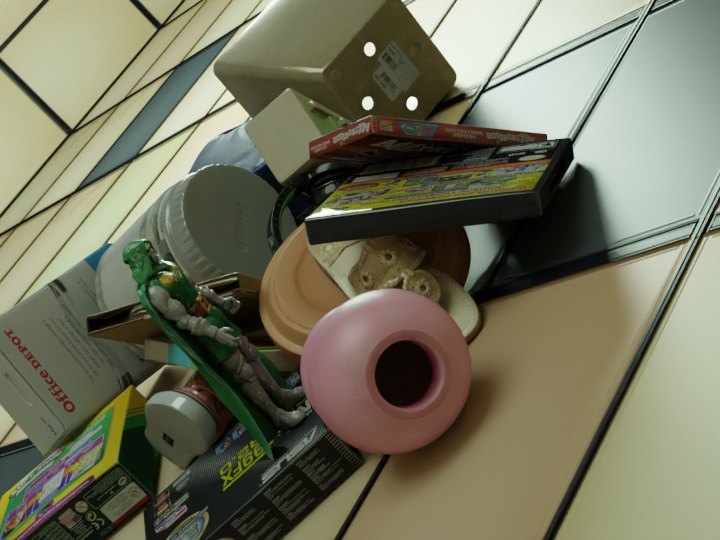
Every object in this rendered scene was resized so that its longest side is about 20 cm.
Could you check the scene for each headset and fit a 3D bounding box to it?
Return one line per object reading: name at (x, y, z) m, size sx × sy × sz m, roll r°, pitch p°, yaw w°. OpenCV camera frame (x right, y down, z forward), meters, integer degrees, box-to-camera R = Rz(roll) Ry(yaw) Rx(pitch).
headset at (0.004, -0.063, 1.538) m, size 0.200 × 0.124 × 0.094 m, roll -36°, pitch -12°, yaw -27°

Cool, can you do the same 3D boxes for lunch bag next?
lunch bag at (-0.107, -0.086, 1.811) m, size 0.200 × 0.132 × 0.136 m, roll -20°, pitch 33°, yaw 41°

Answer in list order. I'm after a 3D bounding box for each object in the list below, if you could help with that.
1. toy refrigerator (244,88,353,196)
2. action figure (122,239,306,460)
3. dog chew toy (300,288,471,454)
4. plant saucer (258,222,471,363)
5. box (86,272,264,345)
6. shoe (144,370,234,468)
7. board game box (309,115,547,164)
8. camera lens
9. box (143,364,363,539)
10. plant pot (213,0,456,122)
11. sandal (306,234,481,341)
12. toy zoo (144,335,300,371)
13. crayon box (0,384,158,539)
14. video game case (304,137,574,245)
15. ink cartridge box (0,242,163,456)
toy refrigerator at (-0.031, -0.119, 1.635) m, size 0.070 × 0.076 × 0.200 m, roll -39°, pitch -22°, yaw 15°
action figure at (-0.122, 0.050, 1.300) m, size 0.055 × 0.200 × 0.118 m, roll -38°, pitch 20°, yaw 15°
dog chew toy at (0.009, 0.076, 1.246) m, size 0.125 × 0.125 × 0.200 m, roll -48°, pitch 11°, yaw -10°
plant saucer at (0.000, 0.000, 1.422) m, size 0.200 × 0.032 × 0.201 m, roll -15°, pitch 45°, yaw 16°
box at (-0.148, 0.043, 1.539) m, size 0.163 × 0.021 × 0.200 m, roll -16°, pitch -11°, yaw 17°
shoe at (-0.148, 0.123, 1.491) m, size 0.091 × 0.071 × 0.200 m, roll -50°, pitch -1°, yaw -19°
board game box at (0.064, -0.113, 1.463) m, size 0.103 × 0.199 × 0.020 m, roll -18°, pitch 73°, yaw 54°
camera lens at (-0.178, -0.002, 1.701) m, size 0.200 × 0.160 × 0.160 m, roll -39°, pitch 17°, yaw 43°
box at (-0.095, 0.182, 1.345) m, size 0.200 × 0.044 × 0.160 m, roll -43°, pitch 18°, yaw 5°
plant pot at (-0.011, -0.227, 1.845) m, size 0.200 × 0.200 × 0.177 m, roll -49°, pitch 29°, yaw -15°
sandal at (0.012, -0.005, 1.344) m, size 0.078 × 0.070 × 0.212 m, roll -42°, pitch 44°, yaw -10°
toy zoo at (-0.119, 0.077, 1.505) m, size 0.200 × 0.131 × 0.021 m, roll 4°, pitch 94°, yaw 62°
crayon box at (-0.294, 0.232, 1.640) m, size 0.200 × 0.058 × 0.173 m, roll -40°, pitch 17°, yaw 12°
video game case at (0.072, -0.069, 1.365) m, size 0.199 × 0.026 × 0.181 m, roll -6°, pitch 16°, yaw 18°
ink cartridge box at (-0.311, 0.085, 1.762) m, size 0.200 × 0.147 × 0.086 m, roll -39°, pitch -2°, yaw -39°
